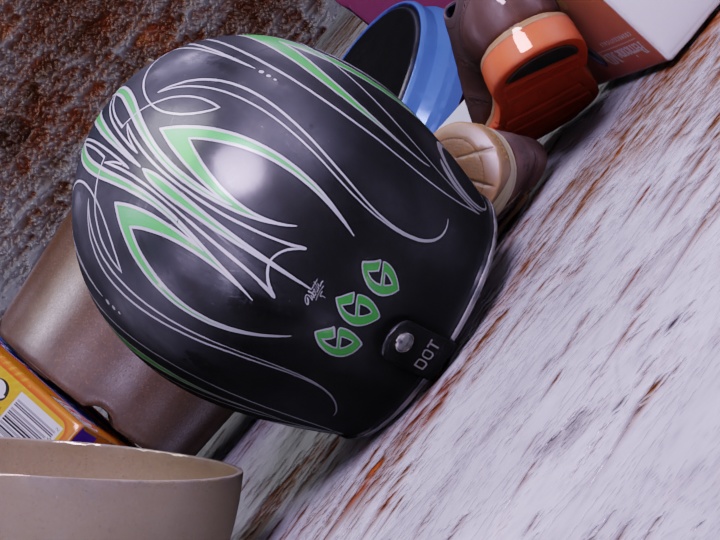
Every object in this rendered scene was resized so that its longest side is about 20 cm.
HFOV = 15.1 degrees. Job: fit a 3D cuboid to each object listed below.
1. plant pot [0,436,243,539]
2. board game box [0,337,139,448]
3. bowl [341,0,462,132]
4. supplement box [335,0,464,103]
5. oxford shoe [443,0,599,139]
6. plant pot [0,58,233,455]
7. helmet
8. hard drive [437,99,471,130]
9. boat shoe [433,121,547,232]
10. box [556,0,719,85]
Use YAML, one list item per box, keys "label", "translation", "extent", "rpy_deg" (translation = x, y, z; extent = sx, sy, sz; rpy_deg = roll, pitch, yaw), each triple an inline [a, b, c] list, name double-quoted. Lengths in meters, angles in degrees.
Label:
- label: "plant pot"
  translation: [-0.162, 0.158, 1.346]
  extent: [0.200, 0.200, 0.135]
  rpy_deg: [-175, 89, -82]
- label: "board game box"
  translation: [-0.274, 0.133, 1.726]
  extent: [0.200, 0.200, 0.200]
  rpy_deg: [-50, -20, -2]
- label: "bowl"
  translation: [0.007, -0.100, 1.917]
  extent: [0.201, 0.039, 0.201]
  rpy_deg: [-51, 23, 31]
- label: "supplement box"
  translation: [0.084, -0.240, 2.045]
  extent: [0.103, 0.131, 0.200]
  rpy_deg: [-45, 9, 39]
- label: "oxford shoe"
  translation: [0.083, -0.116, 1.463]
  extent: [0.071, 0.073, 0.200]
  rpy_deg: [-27, -14, -7]
- label: "plant pot"
  translation: [-0.112, 0.005, 1.721]
  extent: [0.198, 0.200, 0.200]
  rpy_deg: [-54, 7, -2]
- label: "helmet"
  translation: [-0.048, -0.023, 1.351]
  extent: [0.200, 0.191, 0.200]
  rpy_deg: [-51, 17, 22]
- label: "hard drive"
  translation: [0.104, -0.124, 1.723]
  extent: [0.200, 0.027, 0.132]
  rpy_deg: [-49, 7, 11]
- label: "boat shoe"
  translation: [0.026, -0.009, 1.483]
  extent: [0.072, 0.072, 0.200]
  rpy_deg: [-6, -34, -53]
- label: "box"
  translation: [0.104, -0.207, 1.441]
  extent: [0.106, 0.200, 0.152]
  rpy_deg: [-49, 7, -9]
